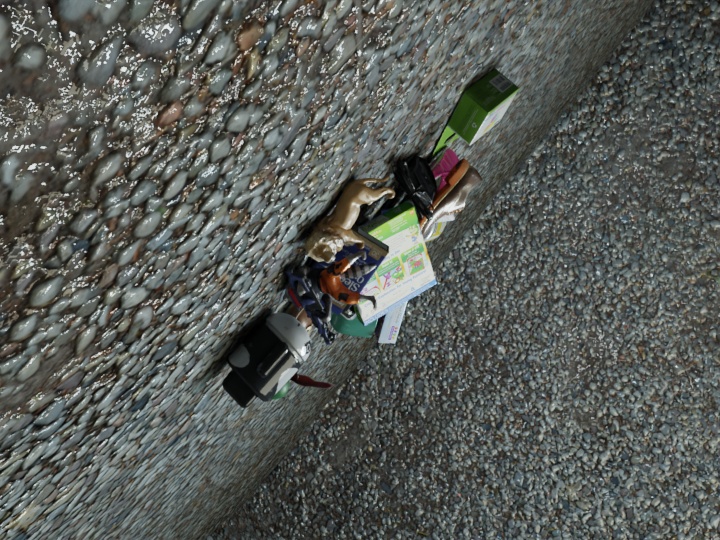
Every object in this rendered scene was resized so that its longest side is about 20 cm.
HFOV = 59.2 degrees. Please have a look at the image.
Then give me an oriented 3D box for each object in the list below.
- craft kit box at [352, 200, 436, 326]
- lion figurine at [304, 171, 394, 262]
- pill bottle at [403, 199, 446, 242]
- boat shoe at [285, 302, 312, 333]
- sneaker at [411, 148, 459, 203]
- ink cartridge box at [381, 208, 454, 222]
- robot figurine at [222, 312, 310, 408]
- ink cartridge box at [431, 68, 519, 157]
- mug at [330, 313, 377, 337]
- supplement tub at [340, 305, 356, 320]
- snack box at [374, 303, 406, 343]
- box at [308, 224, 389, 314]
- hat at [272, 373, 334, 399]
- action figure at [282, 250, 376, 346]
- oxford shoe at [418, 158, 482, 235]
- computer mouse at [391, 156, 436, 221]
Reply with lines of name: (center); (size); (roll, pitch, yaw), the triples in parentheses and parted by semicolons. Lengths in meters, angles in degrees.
craft kit box: (0.053, -0.013, 1.364); (0.196, 0.048, 0.202); (-28, 123, -13)
lion figurine: (-0.023, -0.104, 1.153); (0.121, 0.072, 0.205); (18, 100, -50)
pill bottle: (0.164, -0.133, 1.678); (0.115, 0.114, 0.199); (-51, 169, 18)
boat shoe: (-0.140, 0.137, 1.415); (0.074, 0.073, 0.202); (8, 131, -34)
sneaker: (0.177, -0.223, 1.523); (0.087, 0.083, 0.200); (-19, -163, 46)
ink cartridge box: (0.123, -0.129, 1.507); (0.193, 0.043, 0.119); (-9, 177, 12)
robot figurine: (-0.188, 0.183, 1.288); (0.200, 0.149, 0.126); (-46, 134, -12)
ink cartridge box: (0.260, -0.338, 1.456); (0.147, 0.075, 0.202); (-41, 165, -37)
mug: (-0.021, 0.067, 1.581); (0.153, 0.111, 0.190); (118, -23, -59)
supplement tub: (0.000, 0.000, 1.441); (0.201, 0.122, 0.123); (-48, 170, -1)
snack box: (0.072, 0.053, 1.554); (0.144, 0.051, 0.205); (-107, -153, -57)
box: (-0.042, 0.002, 1.288); (0.202, 0.119, 0.033); (-54, -164, 28)
hat: (-0.189, 0.302, 1.566); (0.165, 0.176, 0.201); (-43, 169, -22)
action figure: (-0.060, 0.045, 1.249); (0.106, 0.187, 0.204); (-75, 154, -48)
oxford shoe: (0.191, -0.144, 1.399); (0.202, 0.072, 0.072); (-52, -169, 15)
computer mouse: (0.114, -0.183, 1.345); (0.052, 0.141, 0.201); (-27, -168, 23)
